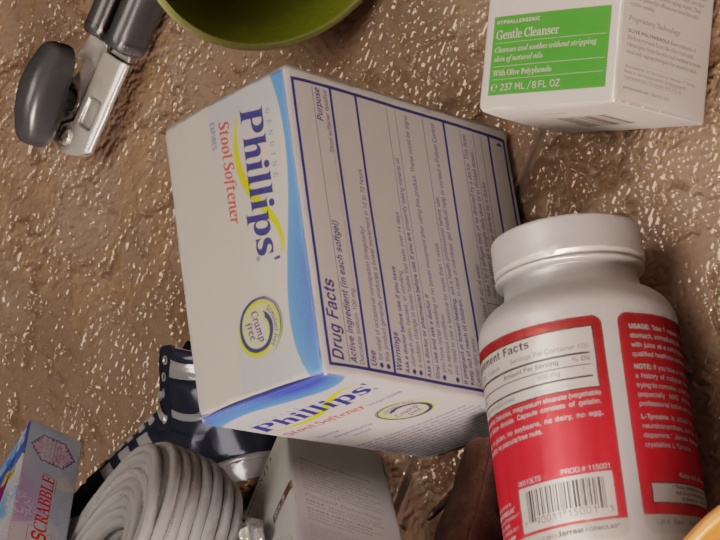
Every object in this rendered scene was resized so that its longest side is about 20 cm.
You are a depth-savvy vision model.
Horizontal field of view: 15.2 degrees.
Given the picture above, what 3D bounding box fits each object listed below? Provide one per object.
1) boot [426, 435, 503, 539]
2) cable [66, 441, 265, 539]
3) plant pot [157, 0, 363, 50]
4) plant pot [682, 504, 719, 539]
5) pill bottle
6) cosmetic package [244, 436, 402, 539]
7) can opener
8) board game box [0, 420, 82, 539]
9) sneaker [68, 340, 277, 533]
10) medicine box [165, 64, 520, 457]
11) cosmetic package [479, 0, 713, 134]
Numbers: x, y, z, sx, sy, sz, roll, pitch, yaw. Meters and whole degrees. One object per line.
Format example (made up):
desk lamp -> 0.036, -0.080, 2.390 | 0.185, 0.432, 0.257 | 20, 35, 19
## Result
boot -> 0.060, 0.211, 1.538 | 0.072, 0.200, 0.166 | 12, 52, 8
cable -> -0.140, 0.198, 1.599 | 0.200, 0.069, 0.200 | -60, 17, 6
plant pot -> -0.095, -0.262, 1.732 | 0.200, 0.187, 0.187 | 42, 111, 53
plant pot -> 0.252, 0.204, 1.310 | 0.200, 0.140, 0.200 | -11, 74, 41
pill bottle -> 0.125, 0.076, 1.478 | 0.112, 0.112, 0.200 | -21, 67, 39
cosmetic package -> -0.027, 0.173, 1.561 | 0.200, 0.074, 0.102 | -112, 43, -73
can opener -> -0.177, -0.172, 1.850 | 0.053, 0.067, 0.200 | 33, 105, 42
board game box -> -0.244, 0.226, 1.686 | 0.200, 0.041, 0.200 | -57, 16, 26
sneaker -> -0.130, 0.112, 1.744 | 0.200, 0.070, 0.109 | -20, 73, 32
medicine box -> 0.000, 0.000, 1.551 | 0.103, 0.200, 0.182 | -24, 65, 38
cosmetic package -> 0.140, -0.183, 1.537 | 0.108, 0.085, 0.200 | -3, 81, 46
